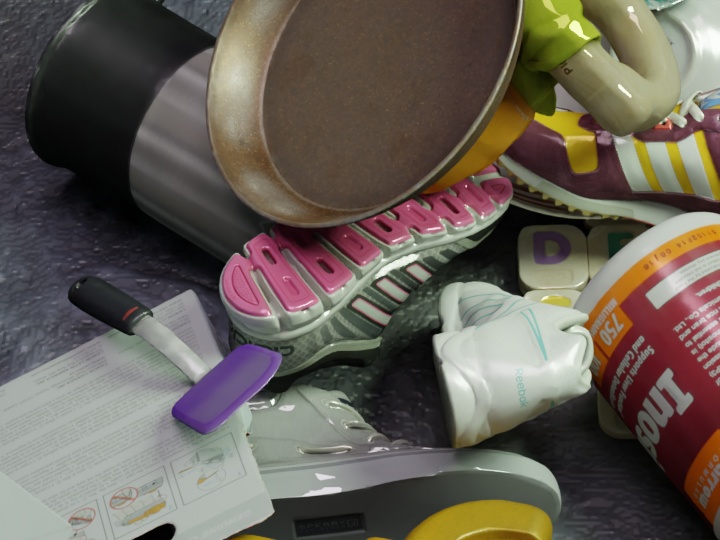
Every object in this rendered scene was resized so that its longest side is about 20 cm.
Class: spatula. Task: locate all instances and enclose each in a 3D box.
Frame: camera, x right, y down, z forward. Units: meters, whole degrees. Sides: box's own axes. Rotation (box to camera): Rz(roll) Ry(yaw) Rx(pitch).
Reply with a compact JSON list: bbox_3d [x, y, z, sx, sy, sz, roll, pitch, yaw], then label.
[{"bbox_3d":[-0.101,0.035,1.274,0.057,0.021,0.200,-42,36,-13],"label":"spatula"}]

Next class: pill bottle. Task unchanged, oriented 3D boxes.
[{"bbox_3d":[0.204,0.074,1.279,0.113,0.113,0.200,-26,58,-19],"label":"pill bottle"}]

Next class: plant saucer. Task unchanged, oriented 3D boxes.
[{"bbox_3d":[0.007,-0.110,1.289,0.200,0.034,0.201,-18,58,32],"label":"plant saucer"}]

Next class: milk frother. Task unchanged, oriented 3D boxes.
[{"bbox_3d":[-0.066,-0.119,1.412,0.188,0.200,0.180,29,52,25],"label":"milk frother"}]

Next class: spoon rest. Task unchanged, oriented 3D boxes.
[{"bbox_3d":[0.144,-0.152,1.459,0.200,0.061,0.099,43,103,16],"label":"spoon rest"}]

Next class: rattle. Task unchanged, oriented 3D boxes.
[{"bbox_3d":[0.104,-0.119,1.368,0.130,0.143,0.200,29,29,-7],"label":"rattle"}]

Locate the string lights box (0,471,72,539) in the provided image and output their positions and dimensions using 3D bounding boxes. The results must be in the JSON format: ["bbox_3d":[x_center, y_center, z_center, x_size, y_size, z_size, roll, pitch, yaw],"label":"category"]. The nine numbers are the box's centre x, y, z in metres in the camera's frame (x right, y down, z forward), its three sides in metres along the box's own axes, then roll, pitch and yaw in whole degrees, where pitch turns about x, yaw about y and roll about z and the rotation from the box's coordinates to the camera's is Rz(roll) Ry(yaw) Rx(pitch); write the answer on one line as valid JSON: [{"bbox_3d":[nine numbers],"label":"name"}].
[{"bbox_3d":[-0.235,0.162,1.188,0.200,0.059,0.103,-15,43,42],"label":"string lights box"}]

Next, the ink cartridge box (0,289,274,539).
[{"bbox_3d":[-0.128,0.110,1.255,0.162,0.057,0.200,-27,39,0],"label":"ink cartridge box"}]

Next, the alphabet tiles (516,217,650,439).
[{"bbox_3d":[0.188,0.013,1.405,0.199,0.015,0.196,-1,48,3],"label":"alphabet tiles"}]

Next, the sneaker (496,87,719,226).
[{"bbox_3d":[0.168,-0.071,1.377,0.199,0.090,0.075,19,28,-5],"label":"sneaker"}]

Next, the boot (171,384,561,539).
[{"bbox_3d":[0.001,0.096,1.303,0.199,0.074,0.096,-2,43,-3],"label":"boot"}]

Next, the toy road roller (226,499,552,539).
[{"bbox_3d":[0.019,0.178,1.204,0.199,0.123,0.146,11,35,11],"label":"toy road roller"}]

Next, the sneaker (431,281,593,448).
[{"bbox_3d":[0.081,0.046,1.296,0.080,0.071,0.200,-11,10,4],"label":"sneaker"}]

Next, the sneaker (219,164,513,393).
[{"bbox_3d":[0.000,0.000,1.333,0.074,0.088,0.200,38,50,24],"label":"sneaker"}]

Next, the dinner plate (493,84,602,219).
[{"bbox_3d":[0.095,-0.101,1.464,0.199,0.024,0.201,14,47,-16],"label":"dinner plate"}]
